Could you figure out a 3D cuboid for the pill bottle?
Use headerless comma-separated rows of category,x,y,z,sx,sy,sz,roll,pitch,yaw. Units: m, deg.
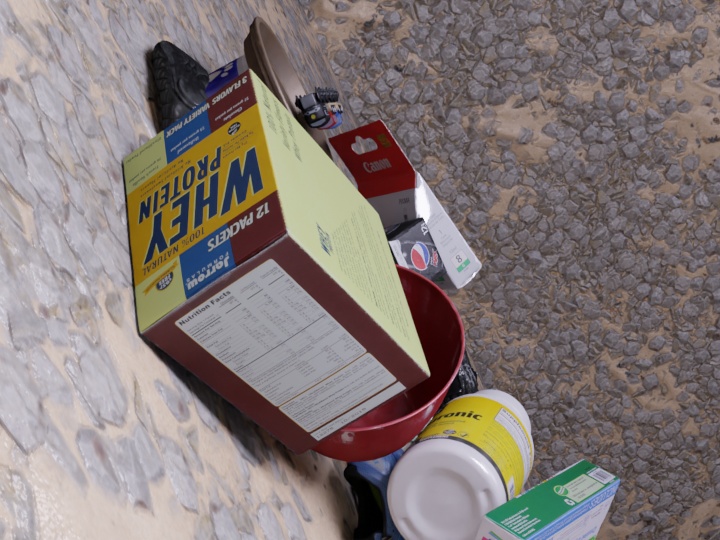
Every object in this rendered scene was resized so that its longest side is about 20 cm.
pill bottle,0.105,0.184,1.093,0.113,0.110,0.200,65,23,-3

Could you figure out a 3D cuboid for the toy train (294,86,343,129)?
toy train,-0.043,-0.184,1.314,0.200,0.034,0.046,-60,128,-80

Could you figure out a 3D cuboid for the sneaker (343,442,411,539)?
sneaker,0.037,0.269,1.132,0.078,0.088,0.203,-31,-98,53

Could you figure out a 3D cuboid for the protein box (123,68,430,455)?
protein box,-0.069,-0.004,0.908,0.200,0.134,0.200,46,19,-41

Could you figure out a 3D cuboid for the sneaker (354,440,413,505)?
sneaker,0.055,0.221,1.229,0.074,0.117,0.203,55,15,-57

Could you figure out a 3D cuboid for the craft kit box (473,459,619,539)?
craft kit box,0.133,0.275,0.966,0.048,0.201,0.199,24,17,30

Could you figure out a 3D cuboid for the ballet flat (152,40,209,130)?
ballet flat,-0.184,-0.179,1.135,0.066,0.057,0.201,30,19,-24

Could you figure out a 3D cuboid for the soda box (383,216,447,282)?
soda box,0.000,0.000,1.279,0.063,0.199,0.072,-34,103,-39

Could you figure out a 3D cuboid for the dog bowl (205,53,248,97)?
dog bowl,-0.114,-0.151,1.353,0.200,0.078,0.202,-90,154,-73

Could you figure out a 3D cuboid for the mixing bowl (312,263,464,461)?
mixing bowl,-0.005,0.098,1.046,0.202,0.196,0.110,-107,-170,-45

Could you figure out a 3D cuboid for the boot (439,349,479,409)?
boot,0.085,0.165,1.420,0.079,0.210,0.159,-28,88,-41

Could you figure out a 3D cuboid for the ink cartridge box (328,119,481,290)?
ink cartridge box,0.034,-0.067,1.307,0.201,0.050,0.160,53,-20,-14

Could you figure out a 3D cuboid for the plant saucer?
plant saucer,-0.081,-0.186,1.287,0.200,0.029,0.203,-24,91,-82
